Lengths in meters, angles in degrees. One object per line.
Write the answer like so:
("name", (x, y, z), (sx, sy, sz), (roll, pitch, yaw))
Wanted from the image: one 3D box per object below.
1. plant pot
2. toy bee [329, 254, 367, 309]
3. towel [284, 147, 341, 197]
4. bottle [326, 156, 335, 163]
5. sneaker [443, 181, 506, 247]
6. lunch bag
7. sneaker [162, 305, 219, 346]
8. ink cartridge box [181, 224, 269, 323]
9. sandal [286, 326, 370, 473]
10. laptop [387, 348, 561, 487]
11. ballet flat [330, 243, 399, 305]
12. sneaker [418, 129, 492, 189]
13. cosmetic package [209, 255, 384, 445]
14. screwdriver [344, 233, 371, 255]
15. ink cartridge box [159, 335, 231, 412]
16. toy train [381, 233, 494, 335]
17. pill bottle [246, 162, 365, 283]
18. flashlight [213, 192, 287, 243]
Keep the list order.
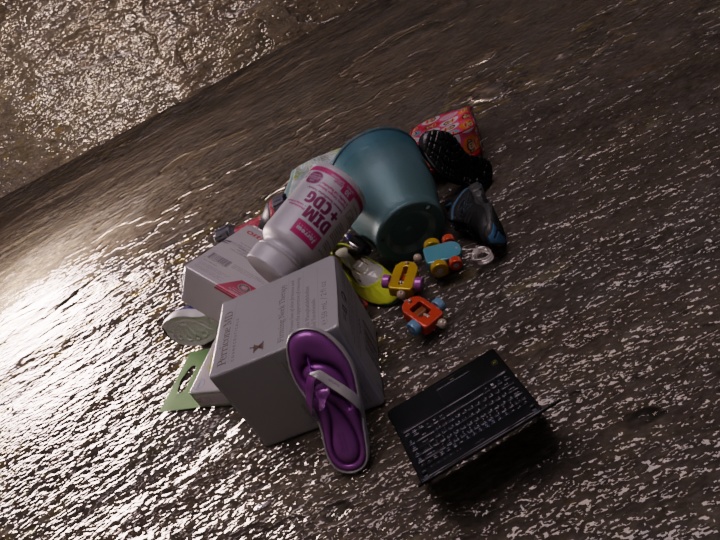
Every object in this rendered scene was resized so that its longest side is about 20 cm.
("plant pot", (0.058, -0.126, 1.076), (0.198, 0.201, 0.189), (-27, 48, 2))
("toy bee", (-0.082, 0.036, 1.025), (0.199, 0.107, 0.133), (6, 90, 52))
("towel", (-0.101, -0.224, 1.435), (0.169, 0.048, 0.201), (-19, 35, 16))
("bottle", (-0.081, -0.181, 1.296), (0.199, 0.066, 0.084), (-40, 67, -14))
("sneaker", (0.199, -0.085, 1.020), (0.081, 0.074, 0.201), (-25, 23, 11))
("lunch bag", (0.169, -0.278, 1.256), (0.174, 0.083, 0.201), (-15, 25, 18))
("sneaker", (-0.286, 0.069, 1.169), (0.197, 0.081, 0.147), (-16, 27, 25))
("ink cartridge box", (-0.209, 0.012, 1.071), (0.144, 0.086, 0.200), (28, 36, 11))
("sandal", (-0.035, 0.167, 0.738), (0.081, 0.205, 0.050), (-21, 8, 7))
("laptop", (0.123, 0.167, 0.706), (0.176, 0.104, 0.201), (-29, 34, -2))
("ballet flat", (0.000, 0.000, 1.047), (0.067, 0.067, 0.200), (-43, 36, -7))
("sneaker", (0.161, -0.201, 1.107), (0.087, 0.198, 0.077), (9, 81, 48))
("cosmetic package", (-0.089, 0.120, 0.867), (0.197, 0.168, 0.168), (-23, 34, 10))
("screwdriver", (-0.032, -0.070, 1.104), (0.028, 0.029, 0.200), (-48, 37, -2))
("ink cartridge box", (-0.265, 0.174, 1.035), (0.197, 0.048, 0.147), (-9, 39, 23))
("toy train", (0.121, 0.027, 0.943), (0.149, 0.056, 0.200), (28, 58, 36))
("pill bottle", (-0.089, -0.069, 0.961), (0.113, 0.114, 0.201), (15, 62, 46))
("flashlight", (-0.250, -0.111, 1.359), (0.197, 0.068, 0.069), (-22, 61, 13))
